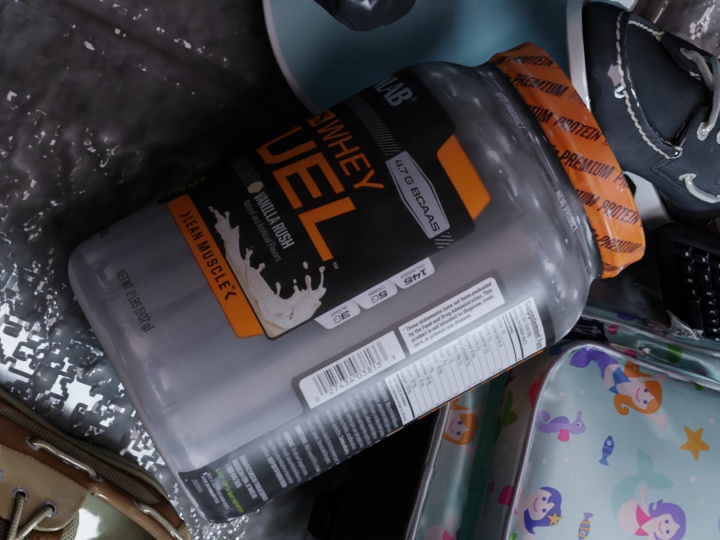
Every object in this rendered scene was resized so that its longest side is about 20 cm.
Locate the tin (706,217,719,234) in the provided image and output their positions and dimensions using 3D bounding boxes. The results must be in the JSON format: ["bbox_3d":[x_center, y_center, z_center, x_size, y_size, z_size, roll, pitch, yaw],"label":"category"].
[{"bbox_3d":[0.240,-0.065,1.028,0.200,0.112,0.042,-49,128,-3],"label":"tin"}]

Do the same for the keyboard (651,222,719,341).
[{"bbox_3d":[0.187,0.055,1.035,0.040,0.104,0.200,-64,154,-24],"label":"keyboard"}]

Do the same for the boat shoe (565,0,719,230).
[{"bbox_3d":[0.132,-0.067,0.936,0.200,0.060,0.076,26,61,-68],"label":"boat shoe"}]

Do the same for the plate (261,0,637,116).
[{"bbox_3d":[0.041,-0.142,0.895,0.200,0.026,0.201,-18,126,-27],"label":"plate"}]

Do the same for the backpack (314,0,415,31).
[{"bbox_3d":[0.029,-0.189,0.742,0.200,0.127,0.167,-40,117,15],"label":"backpack"}]

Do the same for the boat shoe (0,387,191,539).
[{"bbox_3d":[-0.136,0.091,0.867,0.200,0.074,0.076,24,100,-43],"label":"boat shoe"}]

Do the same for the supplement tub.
[{"bbox_3d":[0.000,0.000,0.858,0.200,0.123,0.123,-29,131,-5],"label":"supplement tub"}]

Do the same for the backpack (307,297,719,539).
[{"bbox_3d":[0.103,0.101,0.969,0.200,0.150,0.178,15,91,-29],"label":"backpack"}]
